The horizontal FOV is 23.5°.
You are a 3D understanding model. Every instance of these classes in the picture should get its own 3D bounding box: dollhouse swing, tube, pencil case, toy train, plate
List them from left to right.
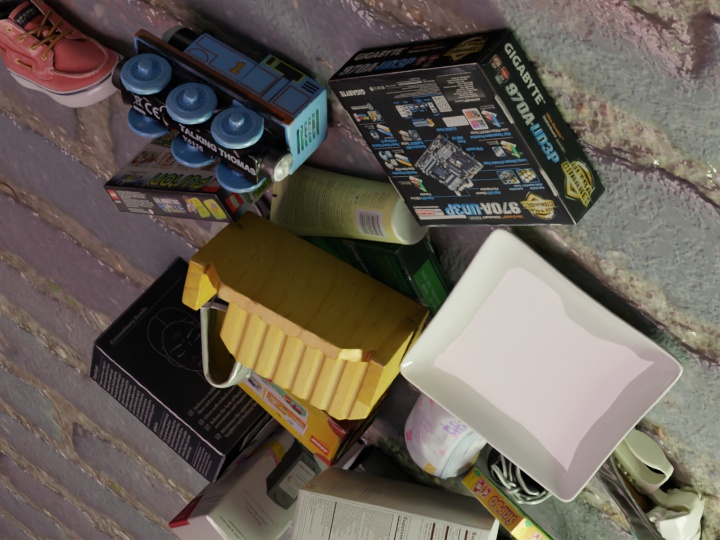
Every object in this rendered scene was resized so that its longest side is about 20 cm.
[{"bbox_3d":[-0.127,-0.151,1.550,0.199,0.114,0.087,31,148,22],"label":"toy train"},{"bbox_3d":[-0.068,0.075,1.608,0.199,0.182,0.177,29,119,8],"label":"dollhouse swing"},{"bbox_3d":[-0.019,-0.061,1.603,0.199,0.058,0.052,9,143,47],"label":"tube"},{"bbox_3d":[0.102,0.134,1.678,0.200,0.083,0.091,119,141,-64],"label":"pencil case"},{"bbox_3d":[0.157,0.080,1.517,0.200,0.032,0.200,37,129,5],"label":"plate"}]

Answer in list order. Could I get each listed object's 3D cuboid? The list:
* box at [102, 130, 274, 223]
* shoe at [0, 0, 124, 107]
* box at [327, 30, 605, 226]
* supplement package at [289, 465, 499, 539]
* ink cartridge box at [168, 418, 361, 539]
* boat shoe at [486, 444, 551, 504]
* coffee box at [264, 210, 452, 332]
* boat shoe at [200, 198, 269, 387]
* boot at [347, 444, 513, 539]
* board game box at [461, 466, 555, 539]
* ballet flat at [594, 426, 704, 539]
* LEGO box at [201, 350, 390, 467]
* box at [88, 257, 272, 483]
[{"bbox_3d":[-0.153,-0.098,1.669,0.199,0.110,0.035,8,138,50],"label":"box"},{"bbox_3d":[-0.315,-0.227,1.748,0.199,0.072,0.091,19,151,48],"label":"shoe"},{"bbox_3d":[0.081,-0.109,1.396,0.199,0.046,0.159,1,131,54],"label":"box"},{"bbox_3d":[0.033,0.304,1.803,0.198,0.148,0.191,11,-178,8],"label":"supplement package"},{"bbox_3d":[-0.113,0.254,2.028,0.086,0.200,0.147,47,153,-7],"label":"ink cartridge box"},{"bbox_3d":[0.167,0.193,1.695,0.074,0.068,0.199,48,154,-9],"label":"boat shoe"},{"bbox_3d":[0.000,0.000,1.673,0.199,0.044,0.123,14,141,45],"label":"coffee box"},{"bbox_3d":[-0.135,0.022,1.749,0.074,0.086,0.204,12,104,16],"label":"boat shoe"},{"bbox_3d":[0.078,0.273,1.953,0.200,0.066,0.165,48,152,1],"label":"boot"},{"bbox_3d":[0.184,0.277,1.760,0.200,0.030,0.096,41,-179,-39],"label":"board game box"},{"bbox_3d":[0.266,0.205,1.581,0.200,0.068,0.068,50,144,-14],"label":"ballet flat"},{"bbox_3d":[-0.073,0.106,1.875,0.200,0.077,0.149,41,160,7],"label":"LEGO box"},{"bbox_3d":[-0.190,0.116,1.991,0.200,0.148,0.107,40,154,7],"label":"box"}]
